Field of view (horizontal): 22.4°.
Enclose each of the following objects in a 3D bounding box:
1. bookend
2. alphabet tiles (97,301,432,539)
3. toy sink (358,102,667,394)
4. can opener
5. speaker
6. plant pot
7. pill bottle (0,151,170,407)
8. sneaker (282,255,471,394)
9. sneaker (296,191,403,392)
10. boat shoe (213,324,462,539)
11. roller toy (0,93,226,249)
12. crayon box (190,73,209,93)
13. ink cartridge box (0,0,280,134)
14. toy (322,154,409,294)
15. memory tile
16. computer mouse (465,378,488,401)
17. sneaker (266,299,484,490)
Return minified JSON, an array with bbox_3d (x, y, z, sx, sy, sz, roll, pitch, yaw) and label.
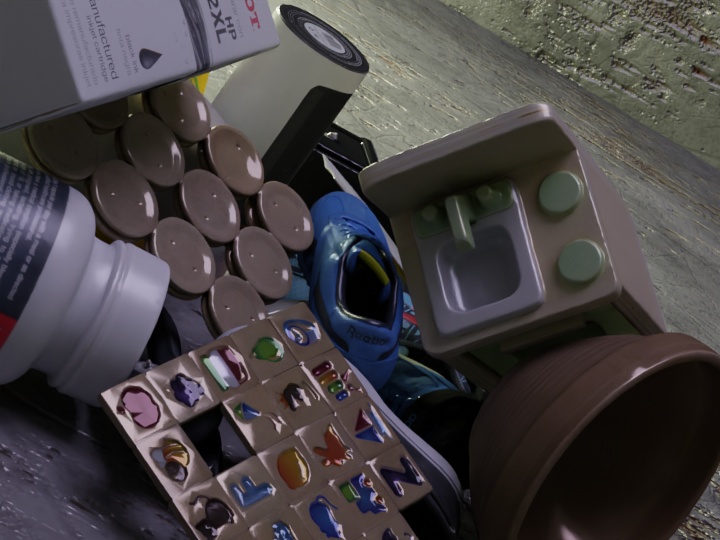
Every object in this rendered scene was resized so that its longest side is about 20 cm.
[{"bbox_3d":[0.005,-0.057,1.551,0.200,0.092,0.199,28,17,-16],"label":"bookend"},{"bbox_3d":[-0.028,0.122,0.979,0.167,0.008,0.200,-24,75,-48],"label":"alphabet tiles"},{"bbox_3d":[0.101,-0.004,1.152,0.200,0.130,0.112,39,33,-62],"label":"toy sink"},{"bbox_3d":[-0.124,0.064,1.058,0.063,0.079,0.200,-4,23,-18],"label":"can opener"},{"bbox_3d":[-0.081,-0.088,1.303,0.081,0.200,0.081,32,20,-13],"label":"speaker"},{"bbox_3d":[0.133,0.110,1.127,0.093,0.201,0.201,40,18,35],"label":"plant pot"},{"bbox_3d":[-0.211,-0.007,0.983,0.200,0.120,0.120,27,18,-17],"label":"pill bottle"},{"bbox_3d":[0.005,0.043,1.296,0.200,0.079,0.096,29,19,-11],"label":"sneaker"},{"bbox_3d":[0.000,0.000,1.157,0.066,0.079,0.200,17,35,-13],"label":"sneaker"},{"bbox_3d":[-0.012,0.110,1.070,0.200,0.070,0.066,44,22,-28],"label":"boat shoe"},{"bbox_3d":[-0.187,-0.084,1.209,0.200,0.140,0.182,40,11,-4],"label":"roller toy"},{"bbox_3d":[-0.175,-0.160,1.341,0.126,0.200,0.052,36,44,16],"label":"crayon box"},{"bbox_3d":[-0.146,-0.169,1.020,0.200,0.084,0.146,-28,102,-57],"label":"ink cartridge box"},{"bbox_3d":[0.022,0.009,1.394,0.200,0.047,0.115,50,3,-13],"label":"toy"},{"bbox_3d":[-0.111,-0.053,1.096,0.200,0.017,0.153,46,37,-21],"label":"memory tile"},{"bbox_3d":[0.085,0.066,1.272,0.200,0.034,0.059,64,20,-14],"label":"computer mouse"},{"bbox_3d":[0.008,0.087,1.176,0.200,0.077,0.111,28,7,-35],"label":"sneaker"}]
